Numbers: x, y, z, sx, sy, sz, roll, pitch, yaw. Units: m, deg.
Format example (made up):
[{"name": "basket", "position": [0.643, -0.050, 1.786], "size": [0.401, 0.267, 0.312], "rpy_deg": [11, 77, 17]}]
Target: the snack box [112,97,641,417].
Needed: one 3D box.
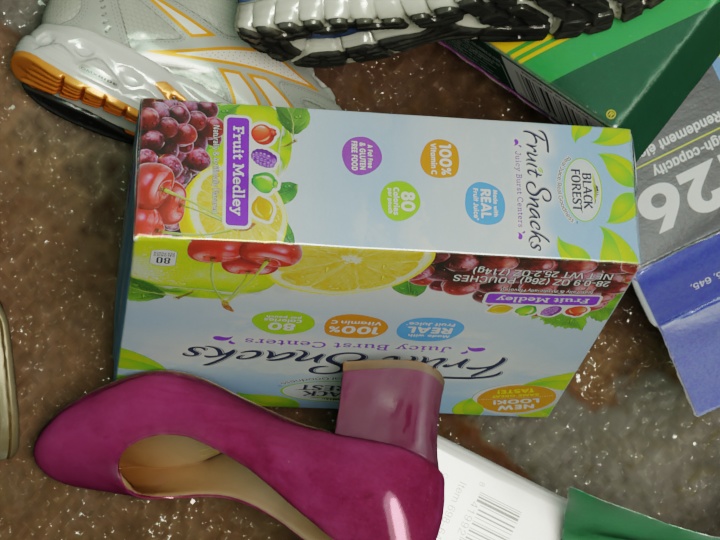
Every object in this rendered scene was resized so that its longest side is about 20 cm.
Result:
[{"name": "snack box", "position": [0.000, 0.000, 0.977], "size": [0.198, 0.169, 0.068], "rpy_deg": [4, 65, -8]}]

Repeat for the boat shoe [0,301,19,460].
[{"name": "boat shoe", "position": [-0.189, -0.016, 1.002], "size": [0.067, 0.072, 0.202], "rpy_deg": [-7, 91, -10]}]

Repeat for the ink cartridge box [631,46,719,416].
[{"name": "ink cartridge box", "position": [0.191, -0.068, 1.004], "size": [0.197, 0.047, 0.201], "rpy_deg": [-25, 58, 7]}]

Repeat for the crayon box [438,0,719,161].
[{"name": "crayon box", "position": [0.087, -0.171, 1.017], "size": [0.200, 0.058, 0.173], "rpy_deg": [36, 84, 20]}]

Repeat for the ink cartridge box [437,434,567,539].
[{"name": "ink cartridge box", "position": [0.067, 0.170, 1.025], "size": [0.199, 0.085, 0.146], "rpy_deg": [27, 86, -5]}]

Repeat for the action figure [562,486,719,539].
[{"name": "action figure", "position": [0.180, 0.154, 0.957], "size": [0.198, 0.055, 0.119], "rpy_deg": [3, 107, 1]}]

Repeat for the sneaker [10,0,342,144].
[{"name": "sneaker", "position": [-0.046, -0.086, 1.028], "size": [0.199, 0.076, 0.093], "rpy_deg": [24, 76, -10]}]

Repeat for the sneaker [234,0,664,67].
[{"name": "sneaker", "position": [0.043, -0.140, 0.944], "size": [0.198, 0.079, 0.090], "rpy_deg": [-4, 79, 16]}]

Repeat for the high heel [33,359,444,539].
[{"name": "high heel", "position": [-0.058, 0.093, 0.972], "size": [0.199, 0.067, 0.097], "rpy_deg": [-12, 54, 29]}]
